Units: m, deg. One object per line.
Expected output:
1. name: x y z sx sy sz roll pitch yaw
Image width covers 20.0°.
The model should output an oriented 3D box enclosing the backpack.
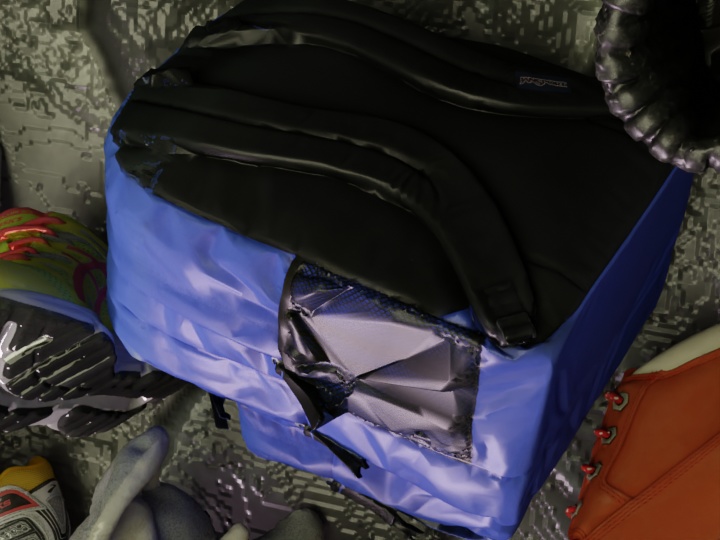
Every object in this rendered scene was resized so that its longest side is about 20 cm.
1. backpack: 0.000 0.000 0.771 0.199 0.163 0.168 23 131 17

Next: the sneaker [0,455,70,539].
1. sneaker: -0.223 0.114 0.960 0.199 0.078 0.083 3 97 16

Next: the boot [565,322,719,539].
1. boot: 0.103 0.094 0.754 0.199 0.075 0.107 -30 55 -5

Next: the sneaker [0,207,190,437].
1. sneaker: -0.137 0.014 0.828 0.078 0.200 0.091 -27 77 7

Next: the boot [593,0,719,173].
1. boot: 0.111 -0.145 0.684 0.079 0.158 0.212 -21 93 28

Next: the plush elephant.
1. plush elephant: -0.066 0.157 0.853 0.165 0.199 0.156 128 141 -58
